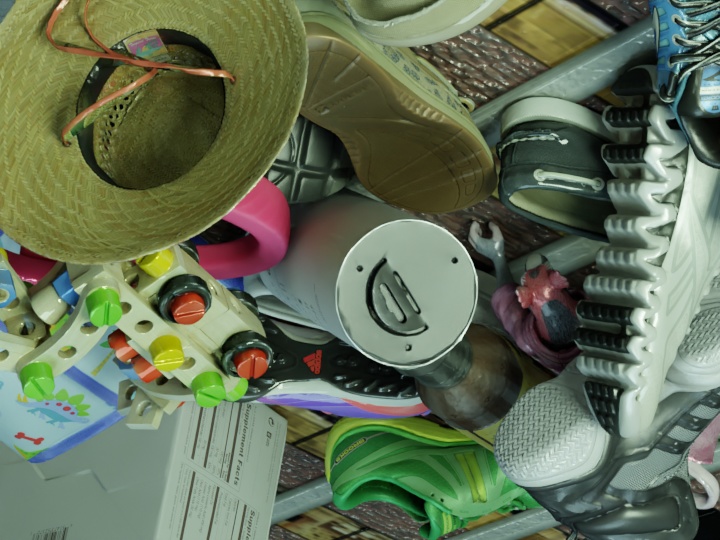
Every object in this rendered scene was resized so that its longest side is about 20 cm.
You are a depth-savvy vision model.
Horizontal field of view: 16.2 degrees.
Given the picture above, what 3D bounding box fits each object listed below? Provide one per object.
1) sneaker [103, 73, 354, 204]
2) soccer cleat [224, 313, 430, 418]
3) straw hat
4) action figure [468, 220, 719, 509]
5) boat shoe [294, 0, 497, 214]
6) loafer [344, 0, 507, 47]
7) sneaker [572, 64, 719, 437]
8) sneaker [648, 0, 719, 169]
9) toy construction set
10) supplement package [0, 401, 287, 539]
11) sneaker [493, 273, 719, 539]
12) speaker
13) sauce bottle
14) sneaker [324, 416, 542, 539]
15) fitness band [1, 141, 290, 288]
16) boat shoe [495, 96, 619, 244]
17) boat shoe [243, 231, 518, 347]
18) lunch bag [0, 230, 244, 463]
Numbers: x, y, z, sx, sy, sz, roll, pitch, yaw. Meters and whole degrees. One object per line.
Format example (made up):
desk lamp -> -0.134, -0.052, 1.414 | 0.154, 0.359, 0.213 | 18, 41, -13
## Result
sneaker -> -0.099, -0.086, 1.426 | 0.200, 0.076, 0.079 | 12, -179, -17
soccer cleat -> -0.043, 0.067, 1.664 | 0.200, 0.068, 0.073 | 4, 155, 5
straw hat -> -0.100, -0.074, 1.301 | 0.201, 0.201, 0.085 | -2, 152, 21
action figure -> 0.134, 0.049, 1.506 | 0.134, 0.149, 0.200 | -1, 163, 30
boat shoe -> 0.014, -0.096, 1.374 | 0.073, 0.063, 0.200 | -21, 144, 20
loafer -> 0.059, -0.173, 1.198 | 0.200, 0.076, 0.068 | -29, 144, 35
sneaker -> 0.167, -0.007, 1.357 | 0.081, 0.200, 0.075 | 7, -173, -23
sneaker -> 0.179, -0.120, 1.238 | 0.078, 0.090, 0.200 | 1, 150, 17
toy construction set -> -0.129, 0.039, 1.395 | 0.131, 0.092, 0.200 | -33, 151, 13
supplement package -> -0.171, 0.167, 1.782 | 0.200, 0.156, 0.111 | -15, 143, 36
sneaker -> 0.180, 0.085, 1.442 | 0.200, 0.076, 0.114 | -32, 123, 0
speaker -> 0.000, 0.000, 1.417 | 0.081, 0.081, 0.200 | 19, -178, -16
sauce bottle -> 0.074, 0.069, 1.530 | 0.065, 0.065, 0.200 | -5, 159, 25
sneaker -> 0.073, 0.151, 1.753 | 0.200, 0.084, 0.074 | 6, 150, 6
fitness band -> -0.139, -0.025, 1.407 | 0.200, 0.038, 0.144 | 4, 156, -4
boat shoe -> 0.163, -0.032, 1.428 | 0.200, 0.060, 0.076 | 18, 149, -15
boat shoe -> 0.019, 0.025, 1.563 | 0.200, 0.069, 0.072 | 23, 148, -24
lunch bag -> -0.190, 0.010, 1.559 | 0.200, 0.128, 0.170 | -30, 129, 28
